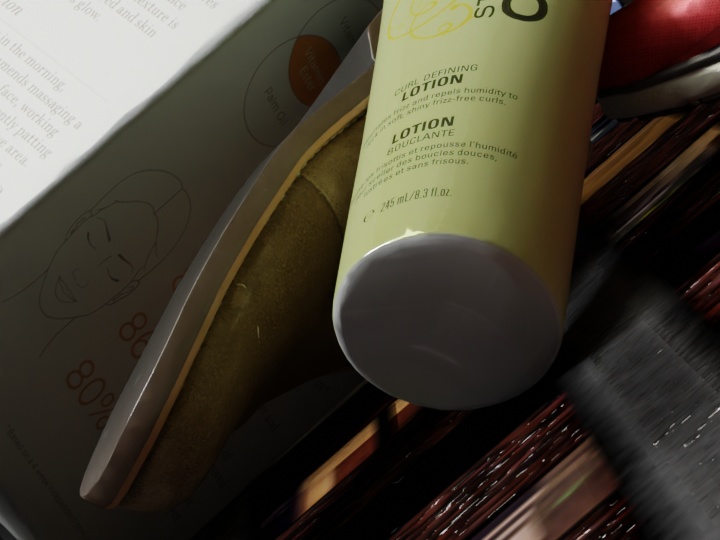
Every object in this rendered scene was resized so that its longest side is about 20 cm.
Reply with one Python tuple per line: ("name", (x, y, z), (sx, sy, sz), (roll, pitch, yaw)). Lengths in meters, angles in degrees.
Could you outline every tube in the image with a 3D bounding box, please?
("tube", (0.029, -0.051, 0.660), (0.200, 0.058, 0.052), (-77, 6, -50))

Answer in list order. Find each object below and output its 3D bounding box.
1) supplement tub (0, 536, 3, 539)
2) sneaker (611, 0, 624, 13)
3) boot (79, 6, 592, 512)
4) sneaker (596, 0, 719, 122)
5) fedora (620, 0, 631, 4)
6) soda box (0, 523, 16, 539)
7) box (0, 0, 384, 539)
("supplement tub", (-0.182, 0.073, 0.731), (0.132, 0.200, 0.132), (-41, 5, 4))
("sneaker", (0.132, -0.175, 1.032), (0.199, 0.115, 0.081), (-42, 5, -9))
("boot", (0.000, 0.000, 0.691), (0.074, 0.075, 0.200), (-49, 3, 47))
("sneaker", (0.126, -0.116, 0.672), (0.200, 0.085, 0.077), (-40, 4, 19))
("fedora", (0.122, -0.153, 0.854), (0.200, 0.090, 0.177), (-52, -25, 23))
("soda box", (-0.133, 0.051, 0.997), (0.064, 0.068, 0.200), (-41, -17, -5))
("box", (-0.061, -0.027, 0.820), (0.200, 0.152, 0.106), (-42, 49, -14))
